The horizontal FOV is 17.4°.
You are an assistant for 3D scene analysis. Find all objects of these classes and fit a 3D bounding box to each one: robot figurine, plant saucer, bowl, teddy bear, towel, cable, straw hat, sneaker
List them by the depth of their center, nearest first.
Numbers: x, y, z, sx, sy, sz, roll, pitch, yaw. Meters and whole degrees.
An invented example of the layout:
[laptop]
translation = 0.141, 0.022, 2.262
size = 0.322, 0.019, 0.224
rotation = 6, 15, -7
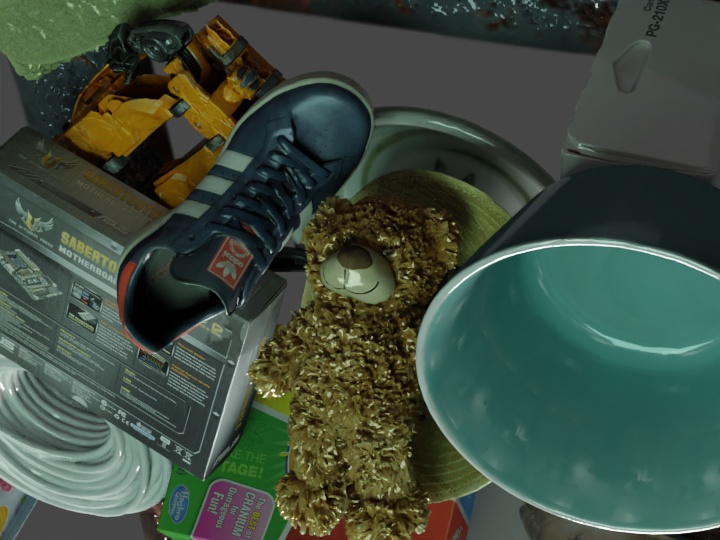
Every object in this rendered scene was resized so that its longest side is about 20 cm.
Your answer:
[bowl]
translation = 0.137, 0.026, 1.166
size = 0.200, 0.105, 0.201
rotation = 11, 134, 12
[teddy bear]
translation = -0.002, 0.058, 1.295
size = 0.145, 0.067, 0.201
rotation = 36, 114, 38
[sneaker]
translation = -0.065, -0.026, 1.327
size = 0.075, 0.085, 0.200
rotation = 35, 116, -18
[straw hat]
translation = 0.062, 0.040, 1.339
size = 0.201, 0.085, 0.202
rotation = -2, 88, 46
[towel]
translation = -0.179, -0.197, 1.398
size = 0.200, 0.037, 0.149
rotation = -18, 120, 41
[plant saucer]
translation = 0.054, -0.029, 1.419
size = 0.199, 0.050, 0.201
rotation = 16, 137, 16
[robot figurine]
translation = -0.107, -0.088, 1.423
size = 0.145, 0.058, 0.200
rotation = 44, 147, -11
[cable]
translation = -0.209, 0.087, 1.670
size = 0.199, 0.069, 0.200
rotation = -2, 130, 32

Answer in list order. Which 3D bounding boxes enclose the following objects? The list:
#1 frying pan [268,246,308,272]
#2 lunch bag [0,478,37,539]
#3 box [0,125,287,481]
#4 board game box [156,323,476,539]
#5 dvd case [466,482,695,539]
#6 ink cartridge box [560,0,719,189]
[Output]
[frying pan]
translation = 0.002, -0.012, 1.410
size = 0.189, 0.031, 0.115
rotation = 16, 137, 11
[lunch bag]
translation = -0.350, 0.179, 1.741
size = 0.127, 0.200, 0.170
rotation = -20, 118, 41
[box]
translation = -0.154, 0.022, 1.482
size = 0.200, 0.048, 0.159
rotation = 30, 135, 12
[board game box]
translation = -0.019, 0.118, 1.531
size = 0.199, 0.154, 0.040
rotation = 8, 165, 22
[dvd case]
translation = 0.108, 0.200, 1.543
size = 0.199, 0.143, 0.018
rotation = 22, 147, 9
[ink cartridge box]
translation = 0.164, -0.031, 1.281
size = 0.084, 0.145, 0.201
rotation = 11, 135, 15
